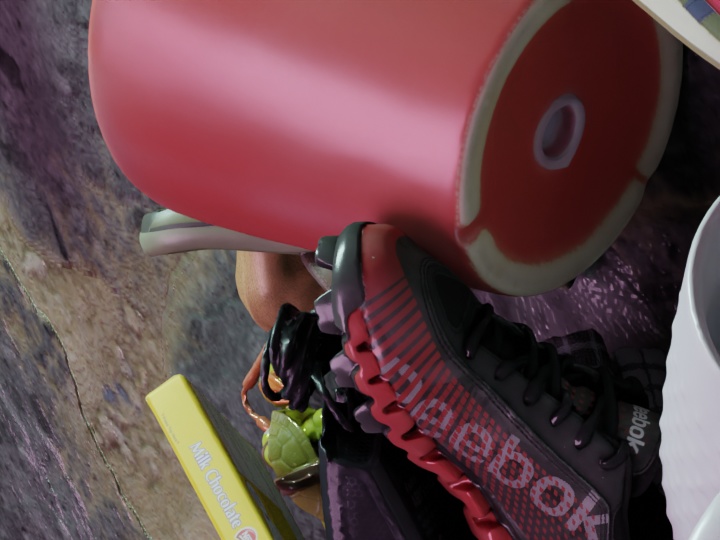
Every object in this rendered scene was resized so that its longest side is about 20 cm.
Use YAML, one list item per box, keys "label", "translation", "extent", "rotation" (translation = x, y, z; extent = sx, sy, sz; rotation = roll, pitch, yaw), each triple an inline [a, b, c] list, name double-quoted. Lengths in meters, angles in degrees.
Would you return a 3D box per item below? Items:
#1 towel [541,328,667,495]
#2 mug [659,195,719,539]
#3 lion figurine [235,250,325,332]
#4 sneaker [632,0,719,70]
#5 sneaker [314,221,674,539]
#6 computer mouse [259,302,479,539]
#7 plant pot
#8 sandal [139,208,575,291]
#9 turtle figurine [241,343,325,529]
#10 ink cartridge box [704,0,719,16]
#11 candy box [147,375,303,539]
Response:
- label: "towel"
  translation: [0.070, 0.145, 1.200]
  extent: [0.200, 0.085, 0.166]
  rotation: [-45, 48, 37]
- label: "mug"
  translation: [0.163, 0.079, 0.974]
  extent: [0.147, 0.200, 0.176]
  rotation: [32, 147, 22]
- label: "lion figurine"
  translation: [-0.040, -0.034, 1.310]
  extent: [0.072, 0.122, 0.201]
  rotation: [3, 117, 59]
- label: "sneaker"
  translation: [0.139, -0.129, 0.978]
  extent: [0.200, 0.067, 0.090]
  rotation: [38, 136, 33]
- label: "sneaker"
  translation: [0.062, 0.054, 1.051]
  extent: [0.098, 0.071, 0.201]
  rotation: [-24, 112, 27]
- label: "computer mouse"
  translation: [0.013, 0.103, 1.095]
  extent: [0.053, 0.138, 0.201]
  rotation: [-25, 91, 20]
- label: "plant pot"
  translation: [0.019, -0.085, 1.110]
  extent: [0.177, 0.200, 0.201]
  rotation: [26, 135, 35]
- label: "sandal"
  translation: [-0.001, 0.000, 1.238]
  extent: [0.080, 0.200, 0.058]
  rotation: [21, -108, -77]
- label: "turtle figurine"
  translation: [-0.013, 0.107, 1.444]
  extent: [0.162, 0.064, 0.200]
  rotation: [63, 153, 1]
- label: "ink cartridge box"
  translation: [0.212, -0.086, 0.836]
  extent: [0.200, 0.083, 0.146]
  rotation: [50, 133, 24]
- label: "candy box"
  translation: [-0.037, 0.149, 1.339]
  extent: [0.200, 0.026, 0.102]
  rotation: [59, -179, 32]
